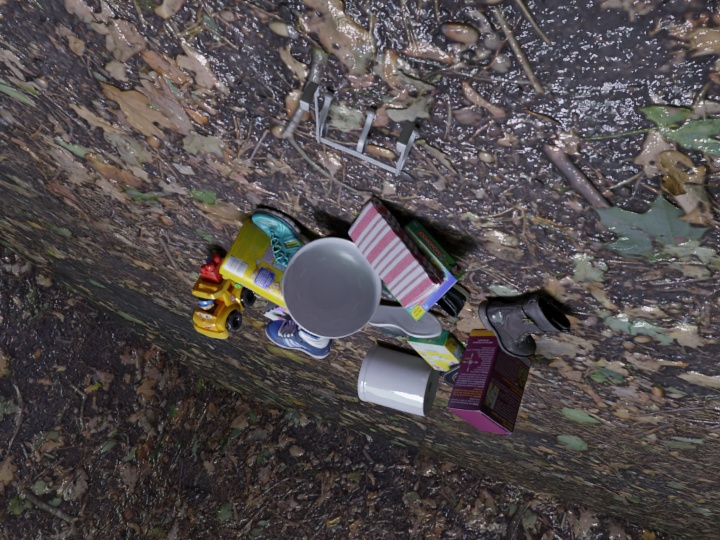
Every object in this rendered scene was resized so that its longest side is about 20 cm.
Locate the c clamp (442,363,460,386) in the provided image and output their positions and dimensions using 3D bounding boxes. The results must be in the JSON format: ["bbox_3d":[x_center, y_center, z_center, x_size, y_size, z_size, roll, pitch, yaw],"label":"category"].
[{"bbox_3d":[0.310,0.278,1.616,0.169,0.027,0.200,24,137,-21],"label":"c clamp"}]

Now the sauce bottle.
[{"bbox_3d":[0.000,0.000,1.328,0.199,0.067,0.066,30,157,-19],"label":"sauce bottle"}]

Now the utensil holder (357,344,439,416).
[{"bbox_3d":[0.115,0.320,1.797,0.198,0.172,0.170,11,155,21],"label":"utensil holder"}]

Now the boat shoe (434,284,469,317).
[{"bbox_3d":[0.131,0.036,1.273,0.198,0.067,0.074,31,158,-17],"label":"boat shoe"}]

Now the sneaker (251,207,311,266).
[{"bbox_3d":[-0.159,-0.053,1.320,0.200,0.080,0.077,45,152,-8],"label":"sneaker"}]

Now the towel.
[{"bbox_3d":[0.060,-0.029,1.149,0.201,0.030,0.146,53,151,4],"label":"towel"}]

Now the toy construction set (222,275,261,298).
[{"bbox_3d":[-0.265,0.028,1.610,0.129,0.093,0.200,-10,156,12],"label":"toy construction set"}]

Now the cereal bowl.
[{"bbox_3d":[-0.060,0.037,1.238,0.198,0.202,0.083,25,171,-6],"label":"cereal bowl"}]

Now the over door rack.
[{"bbox_3d":[0.006,-0.201,0.848,0.146,0.067,0.200,22,179,2],"label":"over door rack"}]

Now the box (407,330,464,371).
[{"bbox_3d":[0.220,0.220,1.623,0.116,0.049,0.200,4,148,37],"label":"box"}]

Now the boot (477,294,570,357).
[{"bbox_3d":[0.348,0.117,1.241,0.199,0.070,0.173,39,154,-28],"label":"boot"}]

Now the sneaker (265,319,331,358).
[{"bbox_3d":[-0.168,0.155,1.645,0.198,0.081,0.147,22,148,12],"label":"sneaker"}]

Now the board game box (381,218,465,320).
[{"bbox_3d":[0.106,0.004,1.173,0.135,0.029,0.200,48,150,9],"label":"board game box"}]

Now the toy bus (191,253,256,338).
[{"bbox_3d":[-0.389,0.054,1.666,0.134,0.201,0.193,12,148,23],"label":"toy bus"}]

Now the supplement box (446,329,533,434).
[{"bbox_3d":[0.301,0.254,1.417,0.131,0.202,0.103,38,153,-30],"label":"supplement box"}]

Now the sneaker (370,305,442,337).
[{"bbox_3d":[0.119,0.132,1.510,0.198,0.072,0.099,8,163,28],"label":"sneaker"}]

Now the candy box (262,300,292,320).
[{"bbox_3d":[-0.165,0.119,1.738,0.167,0.072,0.200,31,156,-17],"label":"candy box"}]

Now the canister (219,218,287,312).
[{"bbox_3d":[-0.200,-0.011,1.392,0.198,0.150,0.087,29,157,-9],"label":"canister"}]

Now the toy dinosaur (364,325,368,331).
[{"bbox_3d":[-0.009,0.090,1.569,0.200,0.061,0.106,46,170,-28],"label":"toy dinosaur"}]
